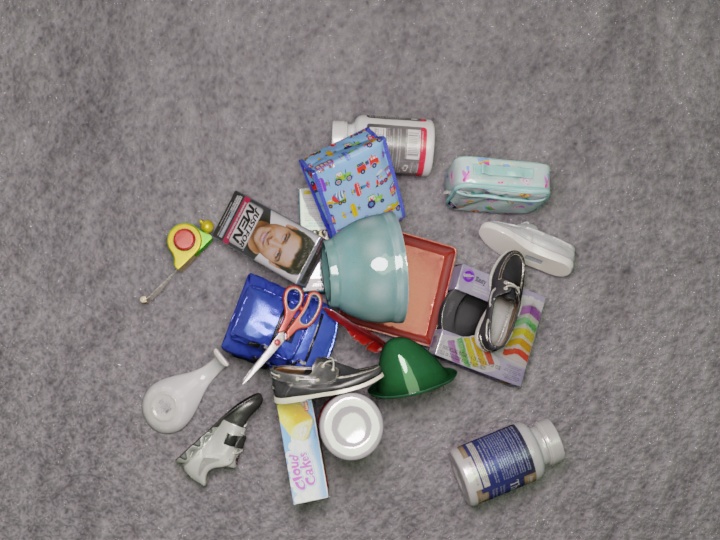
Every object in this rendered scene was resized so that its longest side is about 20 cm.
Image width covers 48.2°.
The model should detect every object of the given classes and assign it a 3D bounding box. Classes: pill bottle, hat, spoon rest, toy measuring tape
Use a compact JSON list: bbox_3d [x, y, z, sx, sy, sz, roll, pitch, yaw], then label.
[{"bbox_3d":[-0.021,0.275,1.448,0.110,0.200,0.114,1,82,-4],"label":"pill bottle"},{"bbox_3d":[0.071,0.125,1.466,0.199,0.164,0.179,-17,97,-47],"label":"hat"},{"bbox_3d":[-0.325,0.224,1.515,0.199,0.061,0.100,-40,85,5],"label":"spoon rest"},{"bbox_3d":[0.041,-0.244,1.569,0.196,0.111,0.113,4,82,-3],"label":"pill bottle"},{"bbox_3d":[-0.361,-0.028,1.534,0.074,0.074,0.200,44,81,3],"label":"toy measuring tape"},{"bbox_3d":[0.273,0.351,1.502,0.197,0.111,0.113,-20,84,-6],"label":"pill bottle"}]

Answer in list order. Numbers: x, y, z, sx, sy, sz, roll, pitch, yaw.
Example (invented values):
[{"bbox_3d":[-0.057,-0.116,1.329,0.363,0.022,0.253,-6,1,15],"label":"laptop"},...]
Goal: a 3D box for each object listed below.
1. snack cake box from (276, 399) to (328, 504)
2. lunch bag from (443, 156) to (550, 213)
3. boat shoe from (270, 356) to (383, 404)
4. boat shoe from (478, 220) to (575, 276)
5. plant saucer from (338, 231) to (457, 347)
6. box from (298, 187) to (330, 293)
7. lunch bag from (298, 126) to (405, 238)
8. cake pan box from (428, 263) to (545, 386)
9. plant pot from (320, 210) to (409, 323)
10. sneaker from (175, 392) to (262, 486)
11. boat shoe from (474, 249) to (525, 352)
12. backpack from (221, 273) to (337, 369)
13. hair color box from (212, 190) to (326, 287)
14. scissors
[{"bbox_3d":[-0.106,0.315,1.480,0.066,0.115,0.203,-10,82,-5],"label":"snack cake box"},{"bbox_3d":[0.258,-0.162,1.547,0.196,0.160,0.078,3,81,-4],"label":"lunch bag"},{"bbox_3d":[-0.059,0.182,1.392,0.197,0.072,0.069,-9,92,5],"label":"boat shoe"},{"bbox_3d":[0.332,-0.059,1.589,0.197,0.072,0.069,21,60,6],"label":"boat shoe"},{"bbox_3d":[0.071,0.028,1.568,0.197,0.037,0.203,15,81,-4],"label":"plant saucer"},{"bbox_3d":[-0.077,-0.057,1.566,0.081,0.049,0.204,-2,82,-4],"label":"box"},{"bbox_3d":[-0.004,-0.137,1.495,0.149,0.094,0.202,-26,119,-10],"label":"lunch bag"},{"bbox_3d":[0.240,0.104,1.549,0.198,0.052,0.187,22,78,-12],"label":"cake pan box"},{"bbox_3d":[0.000,0.000,1.442,0.132,0.200,0.204,-5,82,-9],"label":"plant pot"},{"bbox_3d":[-0.241,0.315,1.495,0.200,0.074,0.089,-44,87,1],"label":"sneaker"},{"bbox_3d":[0.269,0.055,1.504,0.073,0.060,0.202,25,80,-11],"label":"boat shoe"},{"bbox_3d":[-0.142,0.114,1.482,0.197,0.168,0.165,22,86,-7],"label":"backpack"},{"bbox_3d":[-0.170,-0.060,1.523,0.198,0.061,0.100,28,91,16],"label":"hair color box"},{"bbox_3d":[-0.131,0.118,1.387,0.072,0.014,0.202,29,73,-13],"label":"scissors"}]
